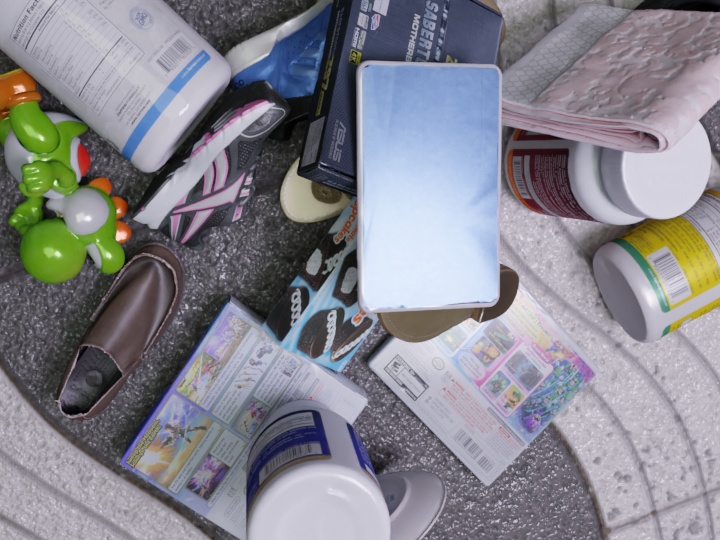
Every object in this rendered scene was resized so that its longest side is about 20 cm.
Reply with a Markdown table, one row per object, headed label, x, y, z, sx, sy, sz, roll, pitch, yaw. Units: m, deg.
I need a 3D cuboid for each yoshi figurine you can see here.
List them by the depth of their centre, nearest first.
| label | x | y | z | sx | sy | sz | roll | pitch | yaw |
| --- | --- | --- | --- | --- | --- | --- | --- | --- | --- |
| yoshi figurine | -0.303 | -0.072 | 0.735 | 0.110 | 0.113 | 0.203 | -26 | 105 | 14 |

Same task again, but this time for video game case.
| label | x | y | z | sx | sy | sz | roll | pitch | yaw |
| --- | --- | --- | --- | --- | --- | --- | --- | --- | --- |
| video game case | -0.120 | 0.161 | 0.821 | 0.180 | 0.045 | 0.202 | 35 | 93 | -13 |
| video game case | 0.136 | 0.104 | 0.859 | 0.182 | 0.024 | 0.200 | -45 | 101 | 1 |

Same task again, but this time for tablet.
| label | x | y | z | sx | sy | sz | roll | pitch | yaw |
| --- | --- | --- | --- | --- | --- | --- | --- | --- | --- |
| tablet | 0.058 | -0.068 | 0.654 | 0.127 | 0.014 | 0.206 | -2 | 96 | -14 |

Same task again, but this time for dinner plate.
| label | x | y | z | sx | sy | sz | roll | pitch | yaw |
| --- | --- | --- | --- | --- | --- | --- | --- | --- | --- |
| dinner plate | -0.007 | 0.249 | 0.773 | 0.197 | 0.200 | 0.025 | -27 | 98 | -2 |

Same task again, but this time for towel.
| label | x | y | z | sx | sy | sz | roll | pitch | yaw |
| --- | --- | --- | --- | --- | --- | --- | --- | --- | --- |
| towel | 0.223 | -0.174 | 0.672 | 0.199 | 0.189 | 0.033 | -41 | 132 | -27 |

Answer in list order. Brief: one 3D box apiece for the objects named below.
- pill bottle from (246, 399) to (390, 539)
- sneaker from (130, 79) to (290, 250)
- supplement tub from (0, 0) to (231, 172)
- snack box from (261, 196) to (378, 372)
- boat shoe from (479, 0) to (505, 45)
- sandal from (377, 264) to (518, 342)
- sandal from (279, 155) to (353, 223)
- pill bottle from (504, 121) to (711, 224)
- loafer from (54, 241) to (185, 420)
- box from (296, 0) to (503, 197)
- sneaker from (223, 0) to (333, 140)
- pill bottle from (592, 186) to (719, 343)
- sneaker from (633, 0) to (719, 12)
| label | x | y | z | sx | sy | sz | roll | pitch | yaw |
| --- | --- | --- | --- | --- | --- | --- | --- | --- | --- |
| pill bottle | -0.046 | 0.194 | 0.712 | 0.116 | 0.200 | 0.123 | -1 | 100 | -8 |
| sneaker | -0.128 | -0.094 | 0.753 | 0.086 | 0.081 | 0.199 | 38 | 125 | -24 |
| supplement tub | -0.226 | -0.200 | 0.705 | 0.199 | 0.132 | 0.132 | 41 | 92 | -11 |
| snack box | 0.000 | 0.000 | 0.782 | 0.202 | 0.037 | 0.116 | -54 | 145 | 3 |
| boat shoe | 0.062 | -0.201 | 0.776 | 0.200 | 0.064 | 0.072 | -44 | 106 | -19 |
| sandal | 0.067 | 0.016 | 0.766 | 0.209 | 0.069 | 0.079 | -3 | 112 | -45 |
| sandal | 0.013 | -0.110 | 0.783 | 0.208 | 0.070 | 0.079 | -25 | 102 | -3 |
| pill bottle | 0.225 | -0.101 | 0.739 | 0.107 | 0.200 | 0.113 | -3 | 99 | -17 |
| loafer | -0.236 | 0.068 | 0.777 | 0.072 | 0.071 | 0.203 | 28 | 95 | -11 |
| box | 0.039 | -0.158 | 0.695 | 0.155 | 0.051 | 0.205 | 17 | 80 | -28 |
| sneaker | -0.025 | -0.200 | 0.758 | 0.197 | 0.077 | 0.113 | -28 | 96 | 2 |
| pill bottle | 0.356 | -0.017 | 0.822 | 0.197 | 0.113 | 0.115 | -28 | 102 | -2 |
| sneaker | 0.272 | -0.230 | 0.788 | 0.197 | 0.091 | 0.077 | -31 | 103 | 0 |
